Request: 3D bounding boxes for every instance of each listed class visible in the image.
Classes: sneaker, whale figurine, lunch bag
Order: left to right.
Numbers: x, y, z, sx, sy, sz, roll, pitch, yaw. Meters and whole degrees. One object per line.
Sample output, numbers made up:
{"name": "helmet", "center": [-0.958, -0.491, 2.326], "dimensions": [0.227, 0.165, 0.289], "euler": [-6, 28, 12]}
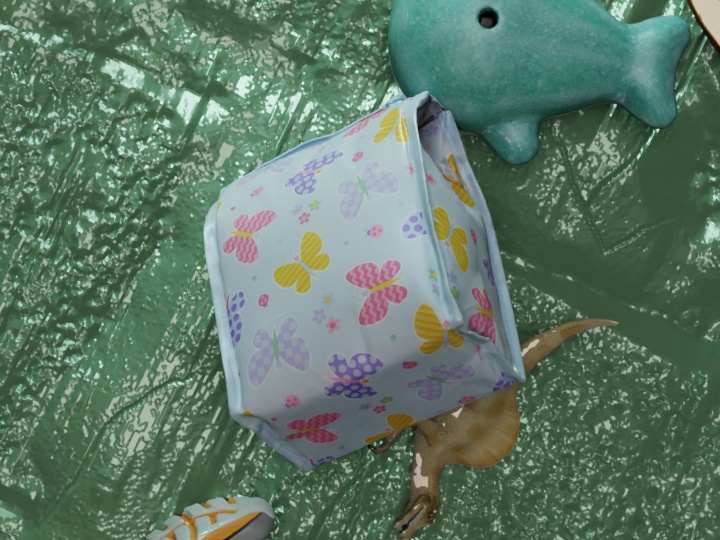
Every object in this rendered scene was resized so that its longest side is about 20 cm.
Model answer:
{"name": "sneaker", "center": [-0.130, 0.222, 1.490], "dimensions": [0.200, 0.078, 0.077], "euler": [-40, 100, 0]}
{"name": "lunch bag", "center": [0.000, 0.000, 1.457], "dimensions": [0.169, 0.127, 0.201], "euler": [-25, 57, 18]}
{"name": "whale figurine", "center": [0.117, -0.148, 1.502], "dimensions": [0.199, 0.104, 0.160], "euler": [12, 85, 2]}

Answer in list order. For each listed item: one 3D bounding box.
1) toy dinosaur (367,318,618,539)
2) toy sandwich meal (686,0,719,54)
{"name": "toy dinosaur", "center": [0.070, 0.080, 1.517], "dimensions": [0.101, 0.058, 0.200], "euler": [40, 93, -12]}
{"name": "toy sandwich meal", "center": [0.314, -0.205, 1.532], "dimensions": [0.203, 0.070, 0.207], "euler": [1, 82, -4]}
